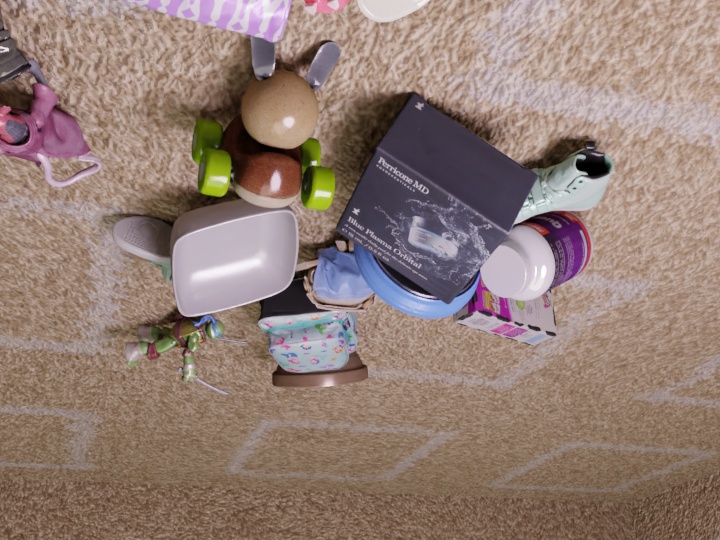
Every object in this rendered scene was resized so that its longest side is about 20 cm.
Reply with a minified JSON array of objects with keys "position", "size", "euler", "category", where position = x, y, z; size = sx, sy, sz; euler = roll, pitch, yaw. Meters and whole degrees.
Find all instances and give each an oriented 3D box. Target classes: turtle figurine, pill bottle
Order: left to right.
[{"position":[-0.343,0.164,1.572],"size":[0.191,0.146,0.201],"euler":[-4,149,12],"category":"turtle figurine"},{"position":[0.265,-0.022,1.219],"size":[0.112,0.114,0.199],"euler":[-30,173,42],"category":"pill bottle"}]

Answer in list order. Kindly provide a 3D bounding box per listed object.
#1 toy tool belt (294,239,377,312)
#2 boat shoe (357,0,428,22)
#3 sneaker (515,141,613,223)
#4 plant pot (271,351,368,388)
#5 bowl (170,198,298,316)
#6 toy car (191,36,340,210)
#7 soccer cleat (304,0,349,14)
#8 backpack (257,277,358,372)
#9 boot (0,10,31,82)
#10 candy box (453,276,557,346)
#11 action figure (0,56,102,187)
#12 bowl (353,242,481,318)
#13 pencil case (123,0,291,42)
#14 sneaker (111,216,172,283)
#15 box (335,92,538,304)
[{"position":[0.000,0.000,1.314],"size":[0.197,0.127,0.123],"euler":[-7,160,8],"category":"toy tool belt"},{"position":[0.089,-0.313,0.797],"size":[0.199,0.061,0.072],"euler":[-15,139,20],"category":"boat shoe"},{"position":[0.253,-0.126,1.125],"size":[0.197,0.075,0.118],"euler":[-9,158,-5],"category":"sneaker"},{"position":[-0.084,0.180,1.639],"size":[0.198,0.094,0.201],"euler":[-3,180,0],"category":"plant pot"},{"position":[-0.197,-0.031,1.224],"size":[0.197,0.075,0.201],"euler":[-15,142,-20],"category":"bowl"},{"position":[-0.103,-0.193,0.975],"size":[0.162,0.158,0.202],"euler":[6,123,-22],"category":"toy car"},{"position":[-0.058,-0.336,0.749],"size":[0.066,0.077,0.201],"euler":[1,139,32],"category":"soccer cleat"},{"position":[-0.089,0.104,1.485],"size":[0.175,0.153,0.200],"euler":[-7,157,5],"category":"backpack"},{"position":[-0.451,-0.238,0.824],"size":[0.197,0.068,0.132],"euler":[-7,118,6],"category":"boot"},{"position":[0.246,0.041,1.392],"size":[0.198,0.138,0.061],"euler":[17,148,-32],"category":"candy box"},{"position":[-0.398,-0.153,0.932],"size":[0.133,0.150,0.200],"euler":[-31,-167,-6],"category":"action figure"},{"position":[0.088,-0.027,1.183],"size":[0.198,0.203,0.039],"euler":[7,145,-18],"category":"bowl"},{"position":[-0.161,-0.293,0.800],"size":[0.197,0.084,0.086],"euler":[10,121,-24],"category":"pencil case"},{"position":[-0.320,-0.017,1.299],"size":[0.199,0.075,0.118],"euler":[15,141,-35],"category":"sneaker"},{"position":[0.094,-0.089,1.070],"size":[0.195,0.118,0.200],"euler":[33,146,1],"category":"box"}]
